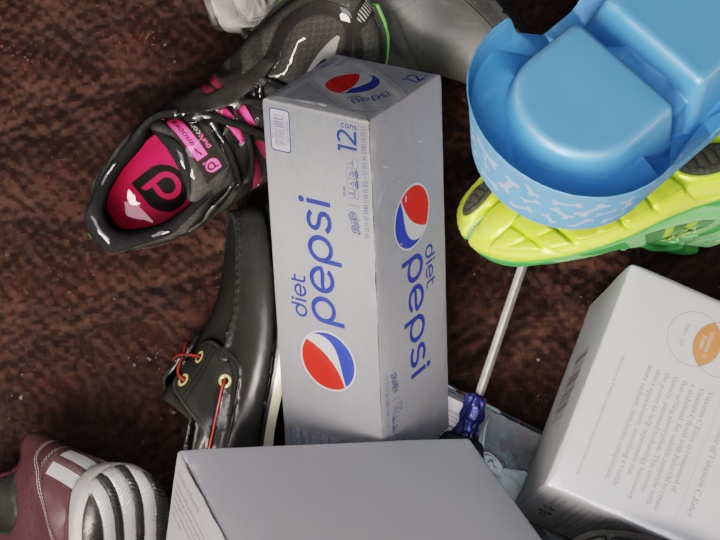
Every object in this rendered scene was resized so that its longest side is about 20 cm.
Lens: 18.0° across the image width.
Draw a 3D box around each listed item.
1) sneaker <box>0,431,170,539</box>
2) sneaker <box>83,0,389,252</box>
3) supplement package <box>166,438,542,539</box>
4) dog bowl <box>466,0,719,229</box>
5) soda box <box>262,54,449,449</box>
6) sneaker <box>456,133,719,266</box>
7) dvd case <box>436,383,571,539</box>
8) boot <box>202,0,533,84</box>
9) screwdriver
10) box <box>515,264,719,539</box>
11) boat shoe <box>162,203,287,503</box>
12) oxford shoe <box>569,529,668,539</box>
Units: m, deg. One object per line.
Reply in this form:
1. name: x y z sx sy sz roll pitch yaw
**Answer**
1. sneaker: -0.152 0.171 1.186 0.115 0.075 0.201 28 123 39
2. sneaker: -0.062 -0.070 1.152 0.200 0.084 0.077 -42 95 20
3. supplement package: 0.008 0.175 1.041 0.155 0.200 0.111 -1 117 -21
4. dog bowl: 0.133 -0.095 1.123 0.111 0.050 0.200 43 61 16
5. soda box: 0.000 0.000 1.123 0.063 0.068 0.201 14 122 30
6. sneaker: 0.148 -0.033 1.169 0.199 0.084 0.074 -14 53 -11
7. dvd case: 0.096 0.165 1.205 0.199 0.022 0.146 26 89 -1
8. boot: 0.014 -0.114 1.196 0.131 0.068 0.200 -40 90 12
9. screwdriver: 0.064 0.048 1.184 0.029 0.028 0.201 16 88 -28
10. box: 0.196 0.100 1.154 0.199 0.098 0.125 24 75 -1
11. boat shoe: -0.071 0.064 1.178 0.063 0.074 0.202 6 94 -8
12. oxford shoe: 0.171 0.185 1.110 0.199 0.084 0.073 30 82 -15
